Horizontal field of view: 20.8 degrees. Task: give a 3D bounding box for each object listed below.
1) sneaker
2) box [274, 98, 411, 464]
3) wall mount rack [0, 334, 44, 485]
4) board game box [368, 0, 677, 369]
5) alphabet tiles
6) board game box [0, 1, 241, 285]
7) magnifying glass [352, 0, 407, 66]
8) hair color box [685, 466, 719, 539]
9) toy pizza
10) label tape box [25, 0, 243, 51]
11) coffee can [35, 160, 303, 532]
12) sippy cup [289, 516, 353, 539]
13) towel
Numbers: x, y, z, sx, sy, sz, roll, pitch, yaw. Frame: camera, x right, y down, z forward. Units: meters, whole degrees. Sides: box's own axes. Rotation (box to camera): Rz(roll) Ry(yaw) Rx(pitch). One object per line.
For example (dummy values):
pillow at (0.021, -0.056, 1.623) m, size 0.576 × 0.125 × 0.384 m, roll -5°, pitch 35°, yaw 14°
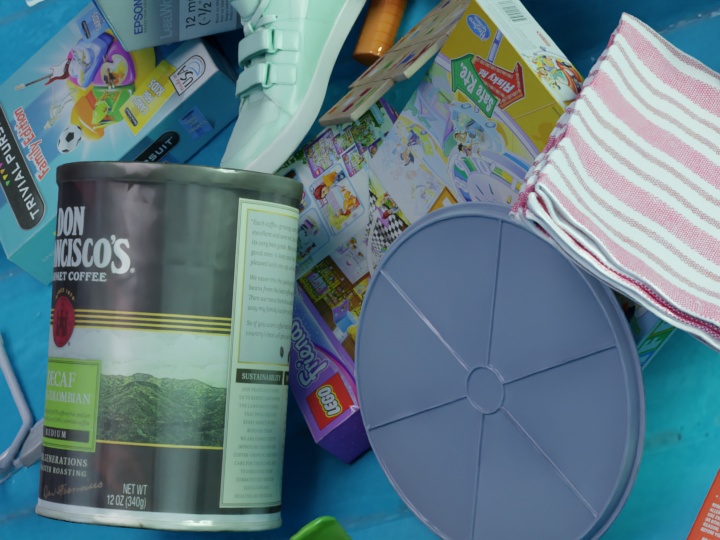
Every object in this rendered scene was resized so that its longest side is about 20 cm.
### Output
sneaker at (-0.075, -0.152, 1.261) m, size 0.074 × 0.118 × 0.202 m, roll -18°, pitch 45°, yaw 59°
box at (0.000, 0.000, 1.201) m, size 0.136 × 0.039 × 0.201 m, roll -38°, pitch 49°, yaw 12°
wall mount rack at (-0.197, 0.054, 1.297) m, size 0.199 × 0.075 × 0.174 m, roll -38°, pitch 14°, yaw 11°
board game box at (0.098, -0.033, 1.070) m, size 0.201 × 0.034 × 0.135 m, roll 54°, pitch 133°, yaw 23°
alphabet tiles at (0.045, -0.146, 1.183) m, size 0.166 × 0.006 × 0.200 m, roll -44°, pitch 8°, yaw -4°
board game box at (-0.187, -0.111, 1.396) m, size 0.200 × 0.047 × 0.151 m, roll -40°, pitch 48°, yaw 10°
magnifying glass at (0.034, -0.229, 1.321) m, size 0.079 × 0.022 × 0.202 m, roll 3°, pitch 67°, yaw 37°
hair color box at (0.198, 0.150, 0.929) m, size 0.061 × 0.101 × 0.201 m, roll 19°, pitch 75°, yaw 41°
toy pizza at (0.076, 0.062, 1.064) m, size 0.199 × 0.032 × 0.202 m, roll 10°, pitch 105°, yaw 41°
label tape box at (-0.155, -0.219, 1.351) m, size 0.198 × 0.067 × 0.144 m, roll -16°, pitch 46°, yaw -21°
coffee can at (-0.110, 0.044, 1.143) m, size 0.145 × 0.146 × 0.202 m, roll 1°, pitch 86°, yaw 36°
sippy cup at (0.016, 0.208, 1.007) m, size 0.177 × 0.130 × 0.141 m, roll 9°, pitch 71°, yaw 38°
towel at (0.169, -0.048, 1.002) m, size 0.030 × 0.146 × 0.200 m, roll -58°, pitch -1°, yaw 43°
